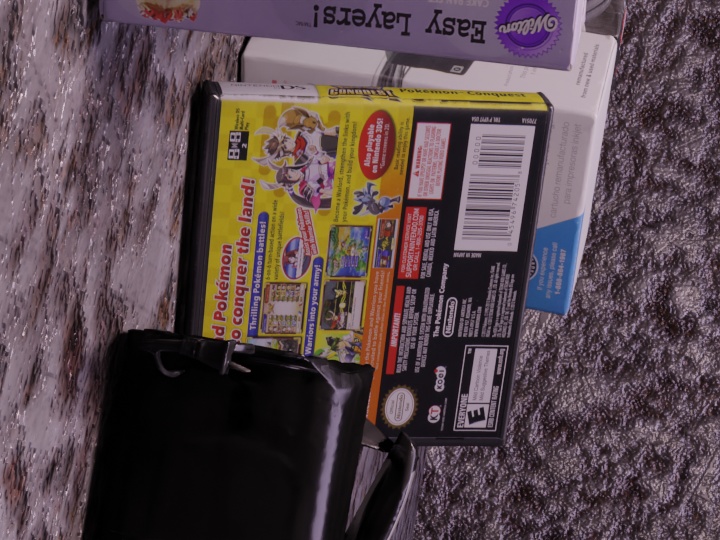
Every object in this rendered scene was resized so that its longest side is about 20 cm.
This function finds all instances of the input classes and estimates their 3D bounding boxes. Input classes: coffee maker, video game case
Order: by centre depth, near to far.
[{"bbox_3d":[-0.074,0.132,1.007,0.192,0.134,0.201,14,83,-60],"label":"coffee maker"},{"bbox_3d":[0.000,0.000,1.137,0.026,0.180,0.201,-116,-151,-63],"label":"video game case"}]

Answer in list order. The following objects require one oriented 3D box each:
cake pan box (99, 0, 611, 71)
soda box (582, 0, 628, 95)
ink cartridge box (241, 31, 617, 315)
[{"bbox_3d":[0.008,-0.145,0.909,0.184,0.199,0.052,-74,168,-62],"label":"cake pan box"},{"bbox_3d":[0.071,-0.169,1.406,0.063,0.199,0.071,89,12,-53],"label":"soda box"},{"bbox_3d":[0.035,-0.070,1.236,0.084,0.199,0.145,-70,168,-49],"label":"ink cartridge box"}]
